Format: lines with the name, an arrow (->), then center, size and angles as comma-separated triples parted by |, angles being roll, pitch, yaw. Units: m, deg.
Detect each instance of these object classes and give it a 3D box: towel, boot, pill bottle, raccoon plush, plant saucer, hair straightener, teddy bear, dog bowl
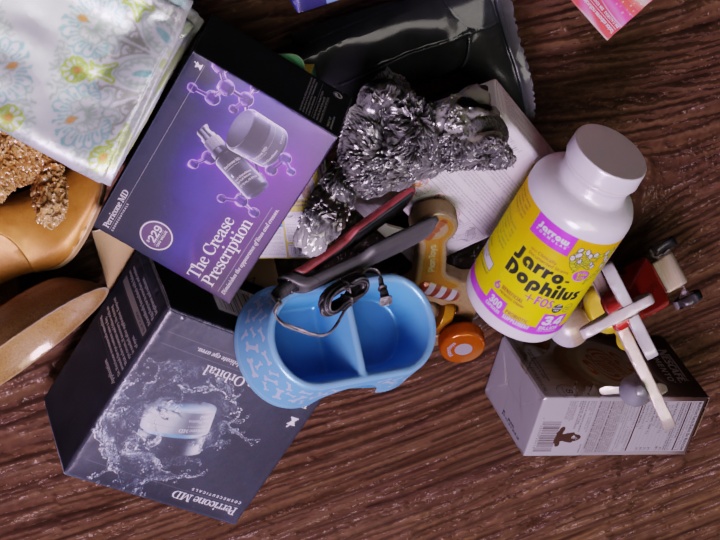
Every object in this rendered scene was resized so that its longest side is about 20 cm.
towel -> -0.248, -0.186, 1.452 | 0.199, 0.048, 0.172 | 29, 92, -14
boot -> 0.049, -0.173, 1.620 | 0.198, 0.066, 0.166 | -24, 123, -7
boot -> -0.325, -0.041, 1.560 | 0.143, 0.071, 0.201 | 22, 120, -39
pill bottle -> 0.182, -0.036, 1.638 | 0.103, 0.105, 0.201 | 8, 132, -26
raccoon plush -> 0.046, -0.077, 1.544 | 0.201, 0.133, 0.097 | -64, 162, 16
plant saucer -> -0.316, 0.062, 1.600 | 0.200, 0.200, 0.036 | -38, 86, 7
hair straightener -> 0.000, 0.000, 1.583 | 0.199, 0.077, 0.041 | -33, 166, -36
teddy bear -> -0.298, -0.105, 1.507 | 0.198, 0.147, 0.067 | -7, 170, -12
dog bowl -> -0.016, 0.058, 1.617 | 0.198, 0.113, 0.049 | -8, 172, -34

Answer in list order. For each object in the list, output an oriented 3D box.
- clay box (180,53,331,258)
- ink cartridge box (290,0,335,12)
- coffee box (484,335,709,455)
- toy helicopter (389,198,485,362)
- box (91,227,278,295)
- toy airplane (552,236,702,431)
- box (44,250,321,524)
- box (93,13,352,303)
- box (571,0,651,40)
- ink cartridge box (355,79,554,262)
clay box -> -0.090, -0.106, 1.580 | 0.113, 0.048, 0.202 | 0, 122, 9
ink cartridge box -> -0.011, -0.307, 1.498 | 0.198, 0.077, 0.137 | -18, 128, -6
coffee box -> 0.247, 0.131, 1.884 | 0.198, 0.115, 0.080 | 2, 123, -24
toy helicopter -> 0.056, 0.005, 1.728 | 0.131, 0.079, 0.201 | -3, 139, -4
box -> -0.157, 0.014, 1.700 | 0.162, 0.021, 0.202 | -18, 127, -10
toy airplane -> 0.245, 0.041, 1.770 | 0.140, 0.202, 0.199 | -25, 137, 26
box -> -0.159, 0.108, 1.676 | 0.195, 0.118, 0.201 | 22, 114, -32
box -> -0.118, -0.092, 1.521 | 0.140, 0.079, 0.201 | 31, 123, -7
box -> 0.179, -0.311, 1.552 | 0.095, 0.103, 0.200 | -41, 129, 11
ink cartridge box -> 0.088, -0.087, 1.676 | 0.175, 0.045, 0.200 | -20, 149, 19
